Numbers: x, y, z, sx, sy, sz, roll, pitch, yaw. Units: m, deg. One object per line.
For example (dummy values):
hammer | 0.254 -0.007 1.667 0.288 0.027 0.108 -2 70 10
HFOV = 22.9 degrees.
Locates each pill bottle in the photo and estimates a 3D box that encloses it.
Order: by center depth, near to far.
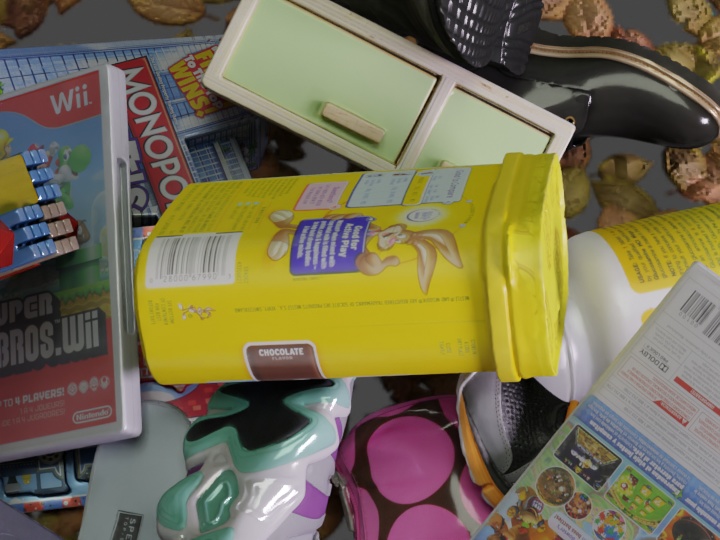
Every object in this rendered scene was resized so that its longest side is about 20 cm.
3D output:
pill bottle | 0.176 0.024 1.000 0.200 0.112 0.113 -12 62 -11

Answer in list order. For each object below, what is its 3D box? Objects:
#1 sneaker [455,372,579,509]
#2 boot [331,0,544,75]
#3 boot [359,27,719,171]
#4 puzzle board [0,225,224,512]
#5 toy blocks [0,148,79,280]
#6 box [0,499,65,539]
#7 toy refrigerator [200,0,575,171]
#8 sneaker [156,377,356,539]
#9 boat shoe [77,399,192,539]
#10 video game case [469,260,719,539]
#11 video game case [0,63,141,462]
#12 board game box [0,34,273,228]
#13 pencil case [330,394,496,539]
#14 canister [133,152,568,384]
sneaker | 0.125 0.112 0.919 0.200 0.077 0.078 47 36 -16
boot | 0.021 -0.158 1.002 0.131 0.200 0.068 17 90 17
boot | 0.109 -0.075 1.082 0.200 0.077 0.138 16 64 20
puzzle board | -0.118 0.050 0.983 0.200 0.017 0.151 -6 83 -4
toy blocks | -0.203 -0.013 0.858 0.137 0.200 0.100 -20 92 15
box | -0.239 0.188 0.837 0.200 0.122 0.106 -17 60 14
toy refrigerator | 0.015 -0.093 1.013 0.200 0.070 0.076 27 92 -3
sneaker | -0.046 0.146 0.908 0.078 0.140 0.200 8 50 36
boat shoe | -0.129 0.168 0.920 0.074 0.068 0.200 9 72 6
video game case | 0.153 0.115 0.847 0.143 0.018 0.200 40 92 23
video game case | -0.183 0.000 0.950 0.143 0.017 0.200 -13 73 27
board game box | -0.122 -0.062 1.057 0.200 0.062 0.200 -18 63 -13
pencil case | 0.040 0.170 0.923 0.094 0.091 0.200 -6 63 -10
canister | 0.000 0.000 0.898 0.200 0.087 0.149 -3 22 12
